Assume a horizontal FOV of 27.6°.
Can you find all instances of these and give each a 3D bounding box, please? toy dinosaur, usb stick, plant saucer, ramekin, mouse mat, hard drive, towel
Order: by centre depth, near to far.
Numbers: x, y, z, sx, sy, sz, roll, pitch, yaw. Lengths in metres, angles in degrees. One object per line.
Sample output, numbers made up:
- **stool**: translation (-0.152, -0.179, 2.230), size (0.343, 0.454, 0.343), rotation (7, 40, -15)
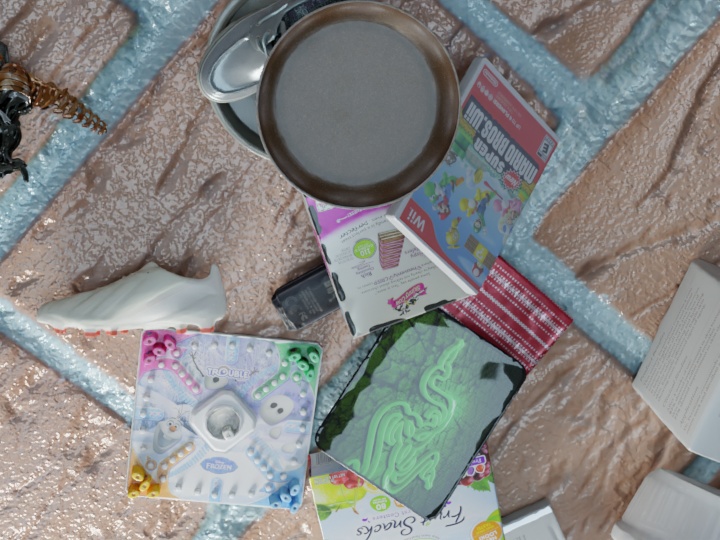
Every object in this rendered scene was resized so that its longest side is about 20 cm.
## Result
- **plant saucer**: translation (-0.003, -0.160, 1.420), size (0.199, 0.032, 0.201), rotation (-2, 102, -9)
- **toy dinosaur**: translation (-0.361, -0.163, 1.467), size (0.199, 0.102, 0.136), rotation (11, 89, 13)
- **usb stick**: translation (0.000, 0.000, 1.581), size (0.200, 0.033, 0.056), rotation (-29, 110, 2)
- **mouse mat**: translation (0.065, 0.147, 1.588), size (0.161, 0.008, 0.200), rotation (33, 89, 3)
- **towel**: translation (0.120, 0.084, 1.624), size (0.145, 0.022, 0.200), rotation (39, 98, -15)
- **ramekin**: translation (0.387, 0.293, 1.631), size (0.202, 0.202, 0.095), rotation (23, 90, -12)
- **hard drive**: translation (0.152, 0.363, 1.708), size (0.199, 0.026, 0.132), rotation (-25, 107, 2)

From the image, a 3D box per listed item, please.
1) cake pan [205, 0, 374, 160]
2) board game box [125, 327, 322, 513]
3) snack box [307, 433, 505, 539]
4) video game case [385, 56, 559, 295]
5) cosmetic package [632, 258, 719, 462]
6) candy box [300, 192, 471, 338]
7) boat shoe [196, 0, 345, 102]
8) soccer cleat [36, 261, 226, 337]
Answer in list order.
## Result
- **cake pan**: translation (-0.061, -0.209, 1.509), size (0.199, 0.037, 0.201), rotation (-2, 107, -6)
- **board game box**: translation (-0.151, 0.168, 1.618), size (0.199, 0.026, 0.201), rotation (6, 106, -8)
- **snack box**: translation (0.052, 0.256, 1.639), size (0.199, 0.053, 0.143), rotation (-12, 116, 1)
- **video game case**: translation (0.119, -0.097, 1.505), size (0.143, 0.017, 0.200), rotation (41, 70, -34)
- **cosmetic package**: translation (0.422, 0.112, 1.571), size (0.166, 0.200, 0.168), rotation (21, 103, -12)
- **candy box**: translation (0.020, -0.048, 1.517), size (0.136, 0.061, 0.201), rotation (-19, 108, -3)
- **boat shoe**: translation (-0.076, -0.231, 1.443), size (0.200, 0.072, 0.070), rotation (-33, 107, 4)
- **soccer cleat**: translation (-0.241, 0.030, 1.551), size (0.199, 0.069, 0.078), rotation (-2, 90, -6)
